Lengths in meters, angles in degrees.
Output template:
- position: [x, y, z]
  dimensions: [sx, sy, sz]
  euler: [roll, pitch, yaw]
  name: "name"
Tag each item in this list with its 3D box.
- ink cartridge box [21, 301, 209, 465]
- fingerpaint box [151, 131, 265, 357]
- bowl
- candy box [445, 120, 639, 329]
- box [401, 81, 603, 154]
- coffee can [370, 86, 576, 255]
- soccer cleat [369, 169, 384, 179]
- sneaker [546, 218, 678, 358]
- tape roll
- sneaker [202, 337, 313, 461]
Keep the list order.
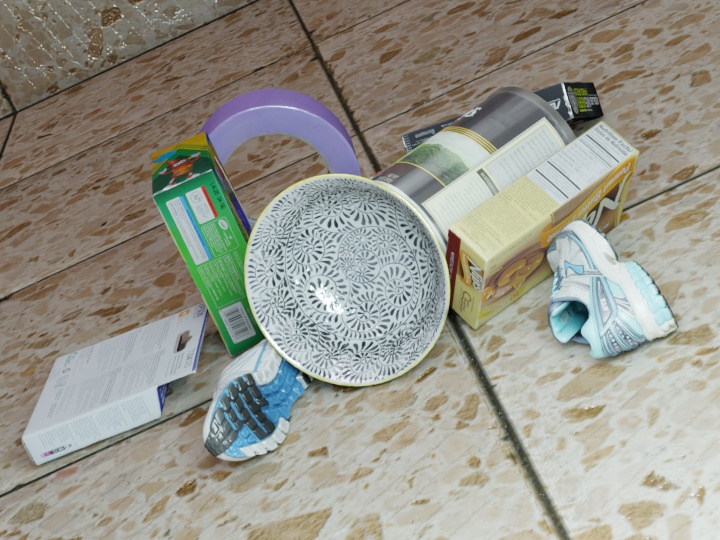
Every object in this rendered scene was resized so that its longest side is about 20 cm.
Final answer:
- position: [-0.250, 0.117, 1.634]
  dimensions: [0.200, 0.043, 0.196]
  euler: [-20, 20, 8]
  name: "ink cartridge box"
- position: [-0.154, -0.033, 1.660]
  dimensions: [0.073, 0.200, 0.167]
  euler: [-24, 20, 0]
  name: "fingerpaint box"
- position: [0.000, 0.000, 1.434]
  dimensions: [0.200, 0.201, 0.094]
  euler: [-16, 8, 23]
  name: "bowl"
- position: [0.168, -0.043, 1.434]
  dimensions: [0.200, 0.116, 0.055]
  euler: [-35, 64, -24]
  name: "candy box"
- position: [0.167, -0.168, 1.767]
  dimensions: [0.200, 0.044, 0.160]
  euler: [-17, 1, 22]
  name: "box"
- position: [0.110, -0.074, 1.536]
  dimensions: [0.200, 0.147, 0.146]
  euler: [-36, 23, -25]
  name: "coffee can"
- position: [0.080, -0.079, 1.708]
  dimensions: [0.085, 0.069, 0.200]
  euler: [-21, 20, -21]
  name: "soccer cleat"
- position: [0.192, 0.017, 1.324]
  dimensions: [0.086, 0.078, 0.200]
  euler: [-30, 21, -4]
  name: "sneaker"
- position: [-0.100, -0.105, 1.774]
  dimensions: [0.200, 0.200, 0.085]
  euler: [-24, 21, 3]
  name: "tape roll"
- position: [-0.110, 0.125, 1.433]
  dimensions: [0.087, 0.075, 0.200]
  euler: [-25, 12, 27]
  name: "sneaker"
